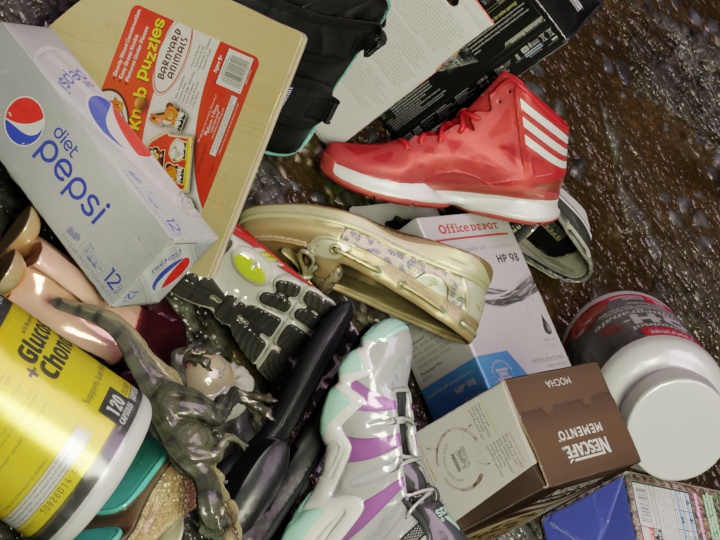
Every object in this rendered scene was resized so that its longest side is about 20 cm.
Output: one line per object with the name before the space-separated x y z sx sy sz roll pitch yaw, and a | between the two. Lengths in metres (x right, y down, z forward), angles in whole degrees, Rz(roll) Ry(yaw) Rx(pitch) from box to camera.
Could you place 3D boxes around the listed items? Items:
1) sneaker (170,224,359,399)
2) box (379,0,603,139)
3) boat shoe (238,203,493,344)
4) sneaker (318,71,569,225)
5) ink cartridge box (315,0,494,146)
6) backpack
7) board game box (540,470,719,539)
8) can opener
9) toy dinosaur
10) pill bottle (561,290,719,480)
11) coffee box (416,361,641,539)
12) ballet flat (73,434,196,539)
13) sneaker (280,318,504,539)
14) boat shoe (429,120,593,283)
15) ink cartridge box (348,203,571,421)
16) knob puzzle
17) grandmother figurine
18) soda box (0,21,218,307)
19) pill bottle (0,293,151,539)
sneaker | -0.073 0.010 1.433 0.200 0.077 0.085 43 15 -18
box | 0.070 -0.219 1.635 0.164 0.200 0.086 50 41 -6
boat shoe | 0.000 0.000 1.485 0.198 0.073 0.063 14 73 -4
sneaker | 0.071 -0.110 1.583 0.198 0.117 0.078 9 14 -11
ink cartridge box | 0.016 -0.190 1.560 0.109 0.200 0.050 52 40 -4
backpack | -0.103 -0.197 1.469 0.199 0.176 0.154 7 42 -41
board game box | 0.257 0.263 1.578 0.199 0.097 0.161 16 54 -38
can opener | -0.042 0.111 1.361 0.063 0.078 0.201 46 62 -23
toy dinosaur | -0.112 0.083 1.280 0.088 0.048 0.201 -21 70 -45
pill bottle | 0.229 0.094 1.588 0.111 0.111 0.200 43 7 -15
coffee box | 0.082 0.145 1.399 0.112 0.200 0.080 -6 68 -47
ballet flat | -0.153 0.179 1.247 0.200 0.070 0.066 -47 119 -46
sneaker | 0.036 0.144 1.326 0.139 0.202 0.078 20 9 22
boat shoe | 0.131 -0.056 1.673 0.199 0.071 0.064 33 32 -34
ink cartridge box | 0.081 0.021 1.587 0.115 0.067 0.201 -7 69 -48
knob puzzle | -0.147 -0.112 1.371 0.221 0.218 0.030 65 21 12
grandmother figurine | -0.157 0.045 1.339 0.199 0.060 0.122 33 53 -22
soda box | -0.187 -0.072 1.333 0.200 0.068 0.063 50 20 16
pill bottle | -0.233 0.070 1.193 0.199 0.112 0.112 36 43 -12
